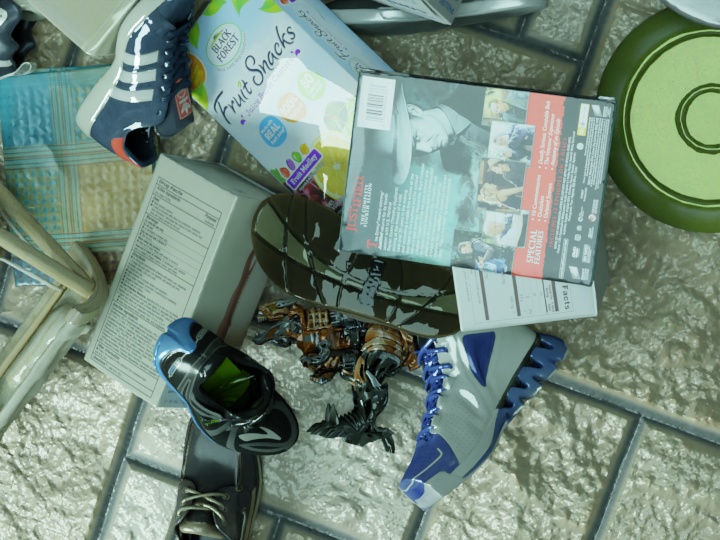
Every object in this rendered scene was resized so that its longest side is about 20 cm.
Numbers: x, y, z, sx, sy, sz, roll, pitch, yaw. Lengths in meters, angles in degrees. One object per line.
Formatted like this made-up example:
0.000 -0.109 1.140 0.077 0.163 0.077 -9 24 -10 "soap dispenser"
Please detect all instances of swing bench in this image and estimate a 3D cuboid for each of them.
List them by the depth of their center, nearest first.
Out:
-0.347 0.037 1.765 0.200 0.130 0.199 40 109 0 "swing bench"

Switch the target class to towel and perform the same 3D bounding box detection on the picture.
-0.250 -0.086 1.794 0.147 0.022 0.200 -1 100 11 "towel"

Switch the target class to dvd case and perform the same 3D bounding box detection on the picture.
0.089 -0.072 1.530 0.200 0.022 0.146 7 98 9 "dvd case"

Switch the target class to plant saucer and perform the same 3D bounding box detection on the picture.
0.297 -0.129 1.685 0.200 0.031 0.200 1 97 10 "plant saucer"

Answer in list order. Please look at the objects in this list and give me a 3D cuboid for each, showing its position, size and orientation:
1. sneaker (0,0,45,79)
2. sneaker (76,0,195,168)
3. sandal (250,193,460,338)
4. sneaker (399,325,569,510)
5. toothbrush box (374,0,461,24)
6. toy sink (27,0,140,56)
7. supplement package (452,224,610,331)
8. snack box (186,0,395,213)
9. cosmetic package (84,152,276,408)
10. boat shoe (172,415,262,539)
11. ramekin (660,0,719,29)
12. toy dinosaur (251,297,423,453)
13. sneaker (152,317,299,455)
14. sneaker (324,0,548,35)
-0.329 -0.257 1.750 0.130 0.079 0.199 -2 94 11 "sneaker"
-0.166 -0.167 1.691 0.085 0.075 0.200 43 134 9 "sneaker"
0.000 0.000 1.678 0.200 0.055 0.082 20 88 6 "sandal"
0.078 0.100 1.695 0.115 0.081 0.199 41 63 0 "sneaker"
0.038 -0.321 1.634 0.146 0.085 0.200 23 89 26 "toothbrush box"
-0.189 -0.293 1.698 0.112 0.130 0.200 42 104 4 "toy sink"
0.137 -0.045 1.638 0.111 0.200 0.156 -8 96 11 "supplement package"
-0.055 -0.155 1.704 0.200 0.053 0.142 45 131 2 "snack box"
-0.149 0.011 1.740 0.103 0.087 0.200 31 105 34 "cosmetic package"
-0.129 0.219 1.787 0.074 0.073 0.200 -1 98 10 "boat shoe"
0.314 -0.289 1.616 0.202 0.094 0.203 0 90 11 "ramekin"
0.004 0.085 1.740 0.200 0.102 0.136 13 85 19 "toy dinosaur"
-0.106 0.112 1.704 0.083 0.200 0.071 31 77 36 "sneaker"
0.055 -0.257 1.695 0.200 0.071 0.099 -7 88 12 "sneaker"
